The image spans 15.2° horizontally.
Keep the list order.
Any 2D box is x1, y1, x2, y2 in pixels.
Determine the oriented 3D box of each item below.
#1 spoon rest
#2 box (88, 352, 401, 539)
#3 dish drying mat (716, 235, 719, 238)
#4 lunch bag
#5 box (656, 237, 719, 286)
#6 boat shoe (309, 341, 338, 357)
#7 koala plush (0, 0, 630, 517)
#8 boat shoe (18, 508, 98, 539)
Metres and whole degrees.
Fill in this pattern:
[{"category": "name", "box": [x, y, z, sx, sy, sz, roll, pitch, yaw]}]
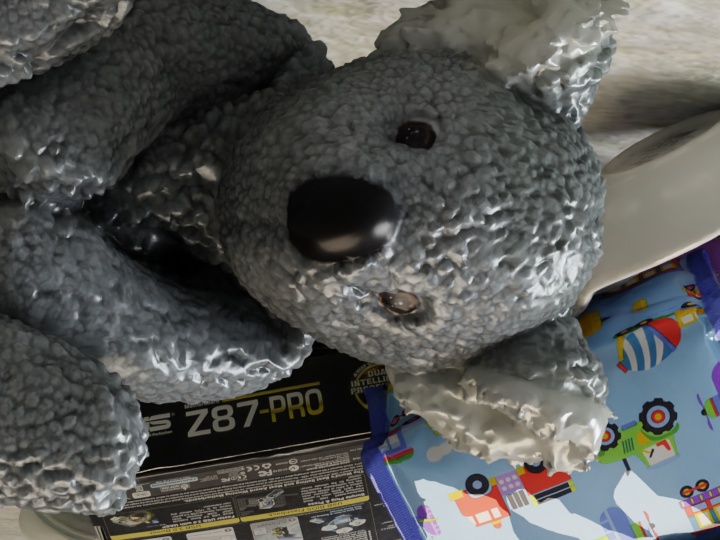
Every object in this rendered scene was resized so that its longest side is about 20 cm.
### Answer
[{"category": "spoon rest", "box": [0.099, -0.017, 1.023, 0.099, 0.061, 0.200, -33, -167, -30]}, {"category": "box", "box": [-0.015, 0.096, 1.183, 0.200, 0.049, 0.161, -11, 146, 1]}, {"category": "dish drying mat", "box": [0.149, -0.025, 1.128, 0.077, 0.018, 0.200, 6, 170, -23]}, {"category": "lunch bag", "box": [0.108, 0.117, 1.072, 0.150, 0.200, 0.094, -23, -167, 8]}, {"category": "box", "box": [0.191, 0.012, 1.184, 0.200, 0.039, 0.137, 2, 171, -44]}, {"category": "boat shoe", "box": [0.037, 0.055, 1.246, 0.200, 0.064, 0.071, 5, 136, -21]}, {"category": "koala plush", "box": [-0.018, -0.021, 0.808, 0.199, 0.178, 0.184, -1, -179, 12]}, {"category": "boat shoe", "box": [-0.074, 0.096, 1.326, 0.200, 0.069, 0.072, -4, -143, -35]}]
